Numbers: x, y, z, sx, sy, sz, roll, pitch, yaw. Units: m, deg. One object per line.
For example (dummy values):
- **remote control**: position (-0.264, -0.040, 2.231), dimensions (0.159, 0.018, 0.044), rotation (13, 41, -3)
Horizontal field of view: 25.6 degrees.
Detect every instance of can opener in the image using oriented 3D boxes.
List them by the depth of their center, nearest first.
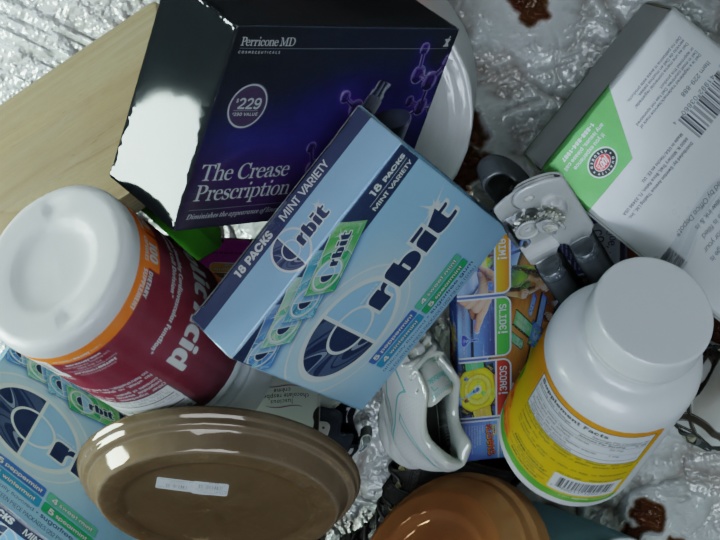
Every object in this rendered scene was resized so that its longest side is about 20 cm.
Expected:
- **can opener**: position (0.145, -0.018, 1.117), dimensions (0.052, 0.067, 0.200), rotation (-27, 139, 12)

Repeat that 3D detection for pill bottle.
- **pill bottle**: position (-0.146, 0.035, 1.051), dimensions (0.114, 0.115, 0.200), rotation (-24, 148, 17)
- **pill bottle**: position (0.173, 0.077, 1.108), dimensions (0.110, 0.112, 0.200), rotation (17, 147, -1)

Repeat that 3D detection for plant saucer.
- **plant saucer**: position (-0.099, 0.154, 1.102), dimensions (0.198, 0.030, 0.201), rotation (2, 146, 1)
- **plant saucer**: position (0.059, 0.247, 1.191), dimensions (0.037, 0.201, 0.200), rotation (26, 120, -38)

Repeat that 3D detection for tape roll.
- **tape roll**: position (-0.015, -0.126, 1.156), dimensions (0.201, 0.071, 0.204), rotation (2, 115, 5)

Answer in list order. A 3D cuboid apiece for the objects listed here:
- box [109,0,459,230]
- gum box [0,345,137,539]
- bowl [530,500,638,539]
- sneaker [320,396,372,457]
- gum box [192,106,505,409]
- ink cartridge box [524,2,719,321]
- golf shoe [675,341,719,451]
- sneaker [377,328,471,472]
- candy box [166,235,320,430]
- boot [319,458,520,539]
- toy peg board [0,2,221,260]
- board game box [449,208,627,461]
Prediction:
- **box**: position (-0.046, -0.110, 1.019), dimensions (0.079, 0.199, 0.142), rotation (36, 120, 35)
- **gum box**: position (-0.243, 0.157, 1.243), dimensions (0.170, 0.200, 0.045), rotation (40, 113, -12)
- **bowl**: position (0.127, 0.265, 1.272), dimensions (0.105, 0.200, 0.202), rotation (40, 123, 37)
- **sneaker**: position (-0.068, 0.094, 1.260), dimensions (0.129, 0.080, 0.200), rotation (-33, 106, 18)
- **gum box**: position (0.000, 0.000, 1.056), dimensions (0.045, 0.200, 0.170), rotation (42, 95, 28)
- **ink cartridge box**: position (0.239, -0.070, 1.124), dimensions (0.200, 0.084, 0.146), rotation (38, 97, -11)
- **golf shoe**: position (0.246, 0.083, 1.162), dimensions (0.094, 0.200, 0.078), rotation (34, 77, 2)
- **sneaker**: position (0.038, 0.062, 1.199), dimensions (0.070, 0.080, 0.202), rotation (-28, 107, -24)
- **candy box**: position (-0.096, 0.077, 1.189), dimensions (0.135, 0.061, 0.202), rotation (3, 88, 0)
- **boot**: position (0.021, 0.200, 1.308), dimensions (0.198, 0.069, 0.175), rotation (11, 116, -10)
- **toy peg board**: position (-0.195, -0.059, 1.159), dimensions (0.199, 0.200, 0.098), rotation (-29, 130, 19)
- **board game box**: position (0.136, 0.048, 1.219), dimensions (0.134, 0.035, 0.202), rotation (-5, 115, -6)
